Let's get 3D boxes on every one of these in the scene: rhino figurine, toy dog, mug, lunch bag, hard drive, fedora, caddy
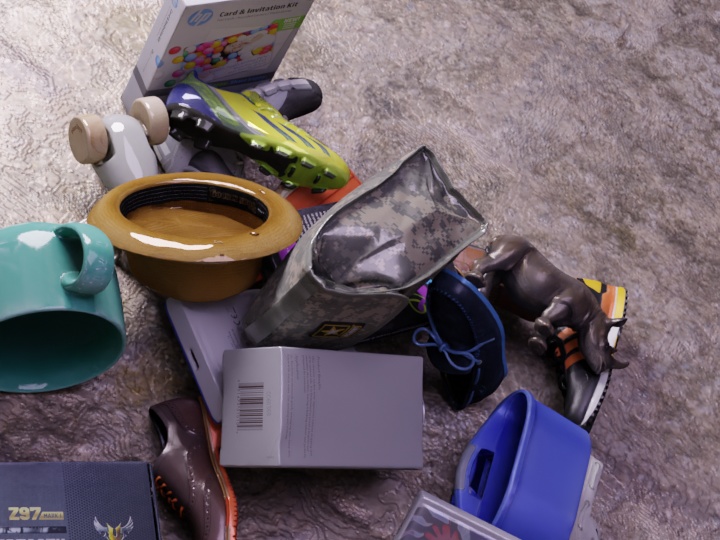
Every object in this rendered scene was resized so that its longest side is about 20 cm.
[{"bbox_3d":[0.198,0.037,1.837,0.200,0.060,0.087,36,57,-7],"label":"rhino figurine"},{"bbox_3d":[-0.233,-0.073,1.785,0.132,0.096,0.200,8,72,-23],"label":"toy dog"},{"bbox_3d":[-0.281,0.020,1.632,0.185,0.152,0.115,-21,59,14],"label":"mug"},{"bbox_3d":[-0.006,-0.002,1.665,0.200,0.164,0.118,-37,89,-33],"label":"lunch bag"},{"bbox_3d":[-0.086,0.079,1.741,0.200,0.025,0.132,-2,59,-47],"label":"hard drive"},{"bbox_3d":[-0.155,-0.025,1.686,0.200,0.082,0.201,4,27,-2],"label":"fedora"},{"bbox_3d":[0.138,0.210,1.728,0.105,0.141,0.200,29,52,-12],"label":"caddy"}]

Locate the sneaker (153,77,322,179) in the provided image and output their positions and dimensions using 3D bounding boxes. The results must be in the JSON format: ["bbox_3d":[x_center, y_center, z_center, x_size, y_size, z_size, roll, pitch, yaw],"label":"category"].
[{"bbox_3d":[-0.118,-0.126,1.873,0.200,0.075,0.116,-16,72,-21],"label":"sneaker"}]

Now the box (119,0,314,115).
[{"bbox_3d":[-0.145,-0.231,1.838,0.156,0.200,0.041,-13,64,-31],"label":"box"}]

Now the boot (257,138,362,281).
[{"bbox_3d":[-0.054,-0.042,1.844,0.107,0.075,0.200,40,51,-3],"label":"boot"}]

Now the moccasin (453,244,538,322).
[{"bbox_3d":[0.100,0.008,1.882,0.201,0.074,0.078,27,66,-11],"label":"moccasin"}]

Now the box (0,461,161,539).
[{"bbox_3d":[-0.274,0.247,1.570,0.200,0.051,0.158,3,58,-23],"label":"box"}]

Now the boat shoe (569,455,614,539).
[{"bbox_3d":[0.212,0.263,1.778,0.086,0.075,0.202,27,43,-11],"label":"boat shoe"}]

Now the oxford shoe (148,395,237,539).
[{"bbox_3d":[-0.155,0.207,1.647,0.072,0.071,0.200,-1,52,-15],"label":"oxford shoe"}]

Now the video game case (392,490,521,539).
[{"bbox_3d":[0.100,0.323,1.638,0.200,0.023,0.182,27,97,-6],"label":"video game case"}]

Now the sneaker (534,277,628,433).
[{"bbox_3d":[0.220,0.090,1.896,0.090,0.070,0.200,17,53,5],"label":"sneaker"}]

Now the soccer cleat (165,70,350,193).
[{"bbox_3d":[-0.098,-0.143,1.806,0.200,0.065,0.084,22,58,0],"label":"soccer cleat"}]

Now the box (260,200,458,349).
[{"bbox_3d":[0.000,0.000,1.788,0.200,0.036,0.143,-13,73,-29],"label":"box"}]

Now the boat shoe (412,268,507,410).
[{"bbox_3d":[0.102,0.078,1.766,0.069,0.200,0.084,-45,51,-17],"label":"boat shoe"}]

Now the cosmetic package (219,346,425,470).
[{"bbox_3d":[-0.032,0.130,1.676,0.200,0.081,0.113,10,79,-48],"label":"cosmetic package"}]
